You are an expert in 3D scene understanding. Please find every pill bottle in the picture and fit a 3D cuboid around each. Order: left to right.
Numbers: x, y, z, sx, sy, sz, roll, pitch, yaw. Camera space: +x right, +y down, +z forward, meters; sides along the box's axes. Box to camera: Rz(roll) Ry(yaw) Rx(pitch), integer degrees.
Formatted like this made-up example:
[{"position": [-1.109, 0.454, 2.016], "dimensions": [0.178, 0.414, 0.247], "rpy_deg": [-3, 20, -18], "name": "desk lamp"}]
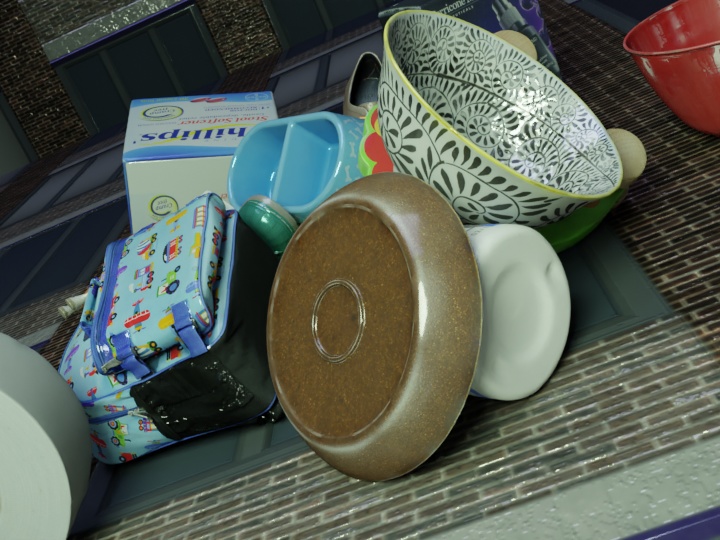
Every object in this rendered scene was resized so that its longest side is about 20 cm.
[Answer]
[{"position": [0.040, 0.025, 0.662], "dimensions": [0.113, 0.115, 0.199], "rpy_deg": [-38, 25, -33], "name": "pill bottle"}]

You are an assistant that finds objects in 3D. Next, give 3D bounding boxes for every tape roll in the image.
[{"position": [-0.292, 0.138, 0.641], "dimensions": [0.198, 0.202, 0.066], "rpy_deg": [-22, 20, 6], "name": "tape roll"}]

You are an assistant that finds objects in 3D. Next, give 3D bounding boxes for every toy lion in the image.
[{"position": [0.106, -0.089, 0.772], "dimensions": [0.191, 0.200, 0.069], "rpy_deg": [-42, -12, -16], "name": "toy lion"}]

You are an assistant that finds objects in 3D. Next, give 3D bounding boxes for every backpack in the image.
[{"position": [-0.167, 0.055, 0.761], "dimensions": [0.198, 0.135, 0.184], "rpy_deg": [-23, 39, 20], "name": "backpack"}]

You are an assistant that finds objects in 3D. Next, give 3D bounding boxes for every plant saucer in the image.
[{"position": [-0.005, 0.033, 0.600], "dimensions": [0.034, 0.203, 0.199], "rpy_deg": [9, -5, -40], "name": "plant saucer"}]

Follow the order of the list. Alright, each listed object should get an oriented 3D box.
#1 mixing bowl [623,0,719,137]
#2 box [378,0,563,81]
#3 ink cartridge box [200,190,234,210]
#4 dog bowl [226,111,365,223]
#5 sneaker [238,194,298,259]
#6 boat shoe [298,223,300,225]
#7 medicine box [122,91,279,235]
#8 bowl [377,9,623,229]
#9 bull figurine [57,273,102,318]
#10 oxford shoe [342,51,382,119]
[{"position": [0.350, -0.190, 0.837], "dimensions": [0.198, 0.109, 0.201], "rpy_deg": [-21, 21, 8], "name": "mixing bowl"}, {"position": [0.131, -0.227, 1.039], "dimensions": [0.147, 0.202, 0.104], "rpy_deg": [-31, 21, -17], "name": "box"}, {"position": [-0.185, 0.019, 0.929], "dimensions": [0.100, 0.039, 0.201], "rpy_deg": [-54, -5, -41], "name": "ink cartridge box"}, {"position": [-0.057, -0.092, 0.865], "dimensions": [0.199, 0.049, 0.113], "rpy_deg": [2, 78, 50], "name": "dog bowl"}, {"position": [-0.114, 0.007, 0.876], "dimensions": [0.080, 0.071, 0.200], "rpy_deg": [-57, 1, -33], "name": "sneaker"}, {"position": [-0.015, -0.094, 0.948], "dimensions": [0.060, 0.076, 0.201], "rpy_deg": [19, 70, 36], "name": "boat shoe"}, {"position": [-0.182, -0.129, 1.098], "dimensions": [0.179, 0.104, 0.201], "rpy_deg": [-5, 29, -8], "name": "medicine box"}, {"position": [0.083, -0.090, 0.675], "dimensions": [0.095, 0.199, 0.201], "rpy_deg": [-56, 1, 35], "name": "bowl"}, {"position": [-0.267, 0.022, 1.027], "dimensions": [0.121, 0.065, 0.200], "rpy_deg": [-36, -2, -27], "name": "bull figurine"}, {"position": [0.008, -0.117, 0.878], "dimensions": [0.070, 0.073, 0.202], "rpy_deg": [-6, 59, 0], "name": "oxford shoe"}]
